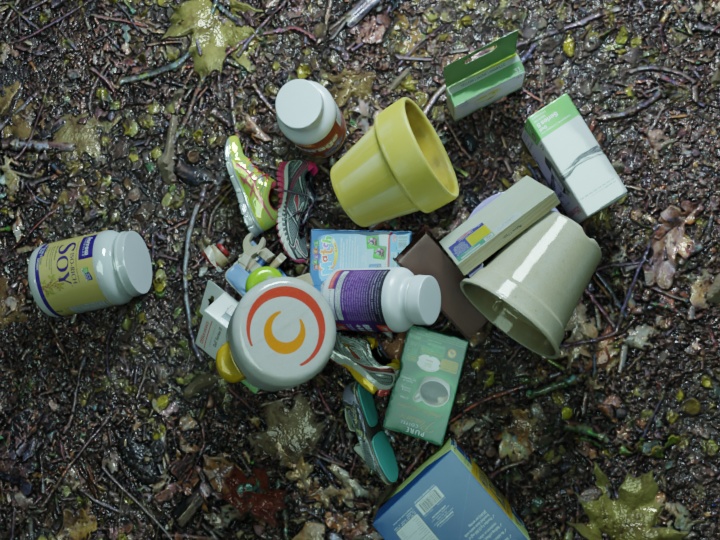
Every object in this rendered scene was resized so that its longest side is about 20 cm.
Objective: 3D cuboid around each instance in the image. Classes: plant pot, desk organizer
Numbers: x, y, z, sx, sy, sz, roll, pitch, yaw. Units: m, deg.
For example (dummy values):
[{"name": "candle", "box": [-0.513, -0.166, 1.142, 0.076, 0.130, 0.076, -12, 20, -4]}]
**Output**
[{"name": "plant pot", "box": [0.296, 0.010, 1.202, 0.199, 0.201, 0.185, 37, 82, 8]}, {"name": "plant pot", "box": [0.054, -0.179, 1.323, 0.187, 0.200, 0.204, -28, 84, 21]}, {"name": "desk organizer", "box": [0.155, 0.027, 1.330, 0.077, 0.072, 0.200, -43, 96, 2]}]

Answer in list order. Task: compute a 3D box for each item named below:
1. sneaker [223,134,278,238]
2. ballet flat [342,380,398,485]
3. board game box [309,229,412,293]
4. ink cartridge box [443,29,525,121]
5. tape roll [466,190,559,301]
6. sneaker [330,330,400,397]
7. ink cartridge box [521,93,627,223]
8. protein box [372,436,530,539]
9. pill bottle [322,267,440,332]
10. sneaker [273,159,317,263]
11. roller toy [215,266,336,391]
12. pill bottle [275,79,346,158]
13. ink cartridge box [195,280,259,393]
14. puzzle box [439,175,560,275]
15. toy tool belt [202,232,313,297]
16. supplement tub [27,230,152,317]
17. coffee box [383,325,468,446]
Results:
[{"name": "sneaker", "box": [-0.208, -0.172, 1.416, 0.089, 0.078, 0.204, -20, 91, -2]}, {"name": "ballet flat", "box": [0.012, 0.310, 1.372, 0.071, 0.072, 0.204, -20, 85, 7]}, {"name": "board game box", "box": [0.000, 0.000, 1.392, 0.195, 0.037, 0.155, 2, 88, 7]}, {"name": "ink cartridge box", "box": [0.222, -0.343, 1.292, 0.143, 0.200, 0.049, -25, 85, 7]}, {"name": "tape roll", "box": [0.282, -0.041, 1.331, 0.195, 0.085, 0.205, 0, 88, 7]}, {"name": "sneaker", "box": [-0.008, 0.144, 1.360, 0.199, 0.078, 0.083, 37, 107, 7]}, {"name": "ink cartridge box", "box": [0.377, -0.193, 1.292, 0.083, 0.145, 0.203, -30, 84, 6]}, {"name": "protein box", "box": [0.162, 0.453, 1.302, 0.198, 0.135, 0.200, -43, 83, 4]}, {"name": "pill bottle", "box": [0.038, 0.051, 1.275, 0.197, 0.110, 0.114, -1, 87, 35]}, {"name": "sneaker", "box": [-0.118, -0.116, 1.381, 0.073, 0.081, 0.205, -6, 80, 14]}, {"name": "roller toy", "box": [-0.141, 0.116, 1.255, 0.179, 0.140, 0.204, 23, 71, -11]}, {"name": "pill bottle", "box": [-0.093, -0.281, 1.334, 0.109, 0.200, 0.115, 0, 88, 8]}, {"name": "ink cartridge box", "box": [-0.244, 0.126, 1.378, 0.199, 0.067, 0.118, 37, 137, 8]}, {"name": "puzzle box", "box": [0.232, -0.080, 1.234, 0.198, 0.133, 0.026, -37, 110, 6]}, {"name": "toy tool belt", "box": [-0.193, -0.004, 1.382, 0.200, 0.125, 0.123, 44, 81, 5]}, {"name": "supplement tub", "box": [-0.525, 0.004, 1.412, 0.195, 0.145, 0.149, -12, 86, 7]}, {"name": "coffee box", "box": [0.124, 0.213, 1.363, 0.120, 0.044, 0.205, 14, 89, 9]}]
